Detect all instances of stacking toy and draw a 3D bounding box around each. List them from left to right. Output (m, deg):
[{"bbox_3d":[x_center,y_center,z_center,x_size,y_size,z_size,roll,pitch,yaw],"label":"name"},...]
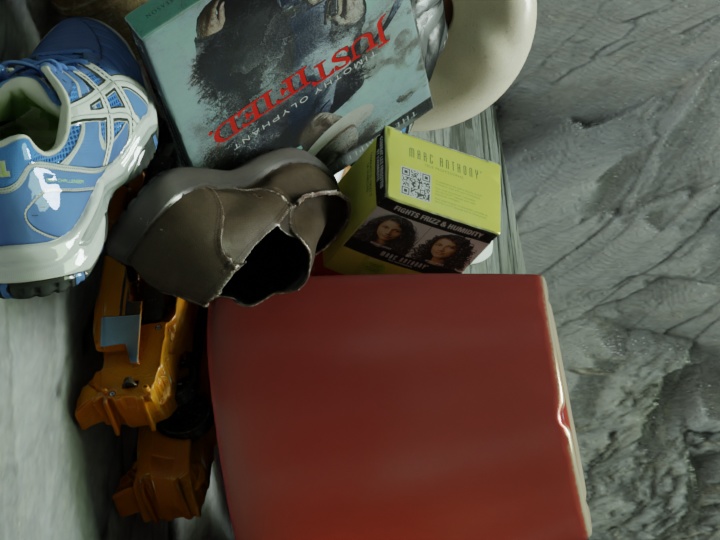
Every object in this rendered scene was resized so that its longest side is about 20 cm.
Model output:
[{"bbox_3d":[0.036,-0.177,1.580,0.200,0.145,0.147,-78,158,-73],"label":"stacking toy"}]

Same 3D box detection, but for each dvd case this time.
[{"bbox_3d":[-0.036,-0.105,1.297,0.022,0.146,0.200,50,-13,28],"label":"dvd case"}]

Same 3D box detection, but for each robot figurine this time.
[{"bbox_3d":[-0.107,0.027,1.368,0.201,0.058,0.146,-87,166,-46],"label":"robot figurine"}]

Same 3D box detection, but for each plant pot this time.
[{"bbox_3d":[0.024,0.087,1.350,0.200,0.176,0.202,-10,90,-84],"label":"plant pot"}]

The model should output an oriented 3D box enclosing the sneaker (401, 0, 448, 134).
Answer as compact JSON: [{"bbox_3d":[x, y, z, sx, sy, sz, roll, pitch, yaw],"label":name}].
[{"bbox_3d":[0.013,-0.161,1.437,0.083,0.070,0.201,-10,106,-77],"label":"sneaker"}]

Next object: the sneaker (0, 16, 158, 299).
[{"bbox_3d":[-0.141,-0.071,1.194,0.201,0.075,0.077,-86,169,-56],"label":"sneaker"}]

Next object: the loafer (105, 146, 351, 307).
[{"bbox_3d":[-0.056,-0.010,1.282,0.071,0.073,0.200,45,23,14],"label":"loafer"}]

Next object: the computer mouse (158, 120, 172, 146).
[{"bbox_3d":[-0.068,-0.051,1.567,0.053,0.138,0.200,-61,161,2],"label":"computer mouse"}]

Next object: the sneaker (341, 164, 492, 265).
[{"bbox_3d":[0.025,-0.044,1.545,0.200,0.072,0.085,2,90,-61],"label":"sneaker"}]

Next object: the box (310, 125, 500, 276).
[{"bbox_3d":[0.000,0.000,1.421,0.200,0.075,0.050,-46,-146,48],"label":"box"}]

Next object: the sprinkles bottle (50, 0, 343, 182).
[{"bbox_3d":[-0.087,-0.107,1.394,0.200,0.068,0.069,47,30,-39],"label":"sprinkles bottle"}]
